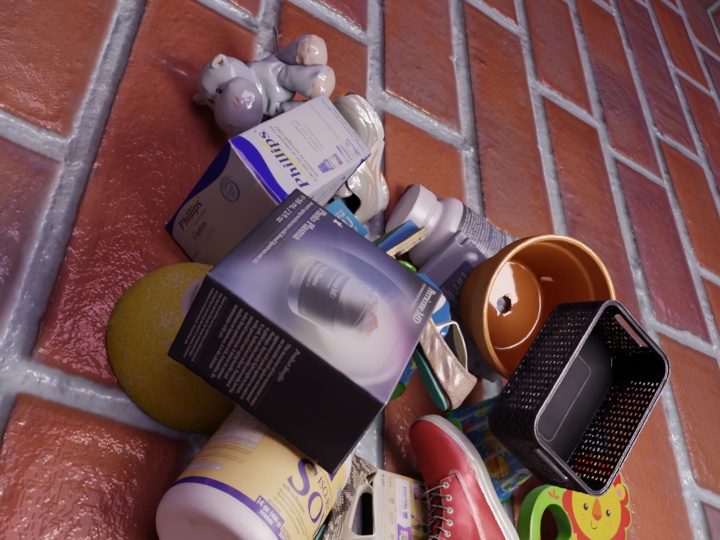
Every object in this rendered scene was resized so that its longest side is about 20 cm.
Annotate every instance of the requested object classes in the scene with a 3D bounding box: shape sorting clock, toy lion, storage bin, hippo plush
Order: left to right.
[{"bbox_3d":[-0.141,-0.270,1.113,0.159,0.159,0.203,-9,66,-44],"label":"hippo plush"},{"bbox_3d":[0.000,0.000,1.000,0.040,0.199,0.200,56,42,-5],"label":"shape sorting clock"},{"bbox_3d":[0.287,0.335,1.052,0.197,0.068,0.195,15,67,-30],"label":"toy lion"},{"bbox_3d":[0.263,0.148,0.947,0.135,0.093,0.201,44,70,-16],"label":"storage bin"}]

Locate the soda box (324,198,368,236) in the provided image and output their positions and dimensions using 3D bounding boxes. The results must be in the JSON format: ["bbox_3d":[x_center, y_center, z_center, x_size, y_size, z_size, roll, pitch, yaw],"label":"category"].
[{"bbox_3d":[-0.075,-0.020,1.052,0.068,0.064,0.200,48,41,1],"label":"soda box"}]

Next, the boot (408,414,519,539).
[{"bbox_3d":[0.091,0.277,0.921,0.143,0.072,0.202,-19,74,-46],"label":"boot"}]

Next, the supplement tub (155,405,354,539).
[{"bbox_3d":[-0.095,0.212,0.799,0.145,0.145,0.200,43,42,-4],"label":"supplement tub"}]

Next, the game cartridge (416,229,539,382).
[{"bbox_3d":[0.160,0.059,1.145,0.200,0.133,0.042,48,-1,-15],"label":"game cartridge"}]

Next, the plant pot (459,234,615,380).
[{"bbox_3d":[0.223,0.053,1.068,0.196,0.140,0.205,-1,93,-18],"label":"plant pot"}]

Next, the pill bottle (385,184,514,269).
[{"bbox_3d":[0.142,-0.039,1.207,0.198,0.119,0.121,34,43,-16],"label":"pill bottle"}]

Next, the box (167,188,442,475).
[{"bbox_3d":[-0.046,0.051,0.788,0.197,0.124,0.200,35,35,0],"label":"box"}]

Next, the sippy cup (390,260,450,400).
[{"bbox_3d":[0.044,0.074,1.021,0.138,0.130,0.180,-5,64,-41],"label":"sippy cup"}]

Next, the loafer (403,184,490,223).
[{"bbox_3d":[0.156,-0.084,1.294,0.198,0.072,0.064,26,39,-20],"label":"loafer"}]

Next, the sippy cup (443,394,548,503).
[{"bbox_3d":[0.188,0.224,1.040,0.140,0.130,0.177,53,42,7],"label":"sippy cup"}]

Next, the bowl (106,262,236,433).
[{"bbox_3d":[-0.169,0.066,0.877,0.198,0.108,0.203,21,48,-26],"label":"bowl"}]

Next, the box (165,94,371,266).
[{"bbox_3d":[-0.113,-0.102,0.993,0.105,0.184,0.200,50,42,1],"label":"box"}]

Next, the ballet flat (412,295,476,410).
[{"bbox_3d":[0.076,0.064,0.913,0.067,0.068,0.202,-32,107,-13],"label":"ballet flat"}]

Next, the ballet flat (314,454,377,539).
[{"bbox_3d":[-0.020,0.286,0.859,0.074,0.069,0.201,17,43,5],"label":"ballet flat"}]

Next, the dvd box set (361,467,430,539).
[{"bbox_3d":[0.089,0.332,0.950,0.197,0.029,0.148,22,47,-26],"label":"dvd box set"}]

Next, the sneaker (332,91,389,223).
[{"bbox_3d":[-0.012,-0.153,1.138,0.092,0.075,0.203,-42,130,-41],"label":"sneaker"}]
